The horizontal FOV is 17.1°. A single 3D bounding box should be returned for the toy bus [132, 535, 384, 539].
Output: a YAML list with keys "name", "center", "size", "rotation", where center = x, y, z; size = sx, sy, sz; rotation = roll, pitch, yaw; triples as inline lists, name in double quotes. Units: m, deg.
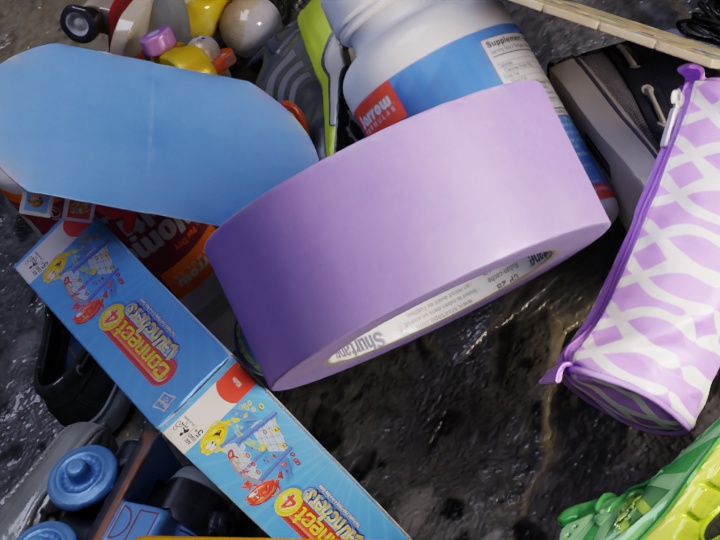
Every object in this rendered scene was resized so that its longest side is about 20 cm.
- name: "toy bus"
  center: [-0.027, 0.185, 1.287]
  size: [0.199, 0.078, 0.065]
  rotation: [-1, 51, 21]

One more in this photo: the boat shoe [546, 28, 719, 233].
- name: "boat shoe"
  center: [0.189, -0.069, 1.407]
  size: [0.092, 0.075, 0.200]
  rotation: [-21, 51, -9]

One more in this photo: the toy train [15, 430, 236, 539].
- name: "toy train"
  center: [-0.146, 0.187, 1.393]
  size: [0.114, 0.087, 0.200]
  rotation: [9, 55, 30]

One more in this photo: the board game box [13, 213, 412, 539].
- name: "board game box"
  center: [-0.084, 0.076, 1.360]
  size: [0.056, 0.196, 0.200]
  rotation: [-45, 40, -4]

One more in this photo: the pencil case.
- name: "pencil case"
  center: [0.174, -0.011, 1.282]
  size: [0.084, 0.085, 0.201]
  rotation: [-14, 49, 65]

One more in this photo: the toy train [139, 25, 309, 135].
- name: "toy train"
  center: [-0.082, -0.087, 1.577]
  size: [0.056, 0.151, 0.200]
  rotation: [-31, 46, -15]

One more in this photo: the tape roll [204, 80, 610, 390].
- name: "tape roll"
  center: [0.025, -0.017, 1.261]
  size: [0.200, 0.200, 0.085]
  rotation: [-28, 83, 11]

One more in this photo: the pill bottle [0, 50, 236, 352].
- name: "pill bottle"
  center: [-0.141, -0.034, 1.505]
  size: [0.109, 0.200, 0.110]
  rotation: [-20, 42, 19]

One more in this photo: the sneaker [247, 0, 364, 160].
- name: "sneaker"
  center: [-0.029, -0.103, 1.603]
  size: [0.081, 0.074, 0.200]
  rotation: [-33, 32, 15]

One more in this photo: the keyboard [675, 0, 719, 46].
- name: "keyboard"
  center: [0.252, -0.161, 1.438]
  size: [0.104, 0.040, 0.200]
  rotation: [-56, 46, 13]

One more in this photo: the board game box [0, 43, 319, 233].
- name: "board game box"
  center: [-0.124, -0.063, 1.371]
  size: [0.199, 0.039, 0.158]
  rotation: [10, 34, -11]

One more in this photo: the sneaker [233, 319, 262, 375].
- name: "sneaker"
  center: [0.000, 0.000, 1.459]
  size: [0.200, 0.074, 0.082]
  rotation: [-31, -4, -27]

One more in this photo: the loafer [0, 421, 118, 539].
- name: "loafer"
  center: [-0.218, 0.175, 1.463]
  size: [0.070, 0.070, 0.200]
  rotation: [17, 63, 35]

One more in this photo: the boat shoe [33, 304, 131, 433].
- name: "boat shoe"
  center: [-0.178, 0.022, 1.588]
  size: [0.068, 0.057, 0.200]
  rotation: [-24, 42, 21]

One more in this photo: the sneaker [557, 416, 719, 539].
- name: "sneaker"
  center: [0.145, 0.132, 1.238]
  size: [0.200, 0.074, 0.084]
  rotation: [-44, 44, -9]

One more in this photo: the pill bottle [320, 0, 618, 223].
- name: "pill bottle"
  center: [0.058, -0.092, 1.411]
  size: [0.112, 0.112, 0.200]
  rotation: [-31, 81, 7]

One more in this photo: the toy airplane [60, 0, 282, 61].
- name: "toy airplane"
  center: [-0.110, -0.210, 1.689]
  size: [0.200, 0.141, 0.199]
  rotation: [-54, -1, -6]

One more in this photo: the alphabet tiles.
- name: "alphabet tiles"
  center: [0.159, -0.134, 1.361]
  size: [0.199, 0.166, 0.006]
  rotation: [21, 100, 20]
